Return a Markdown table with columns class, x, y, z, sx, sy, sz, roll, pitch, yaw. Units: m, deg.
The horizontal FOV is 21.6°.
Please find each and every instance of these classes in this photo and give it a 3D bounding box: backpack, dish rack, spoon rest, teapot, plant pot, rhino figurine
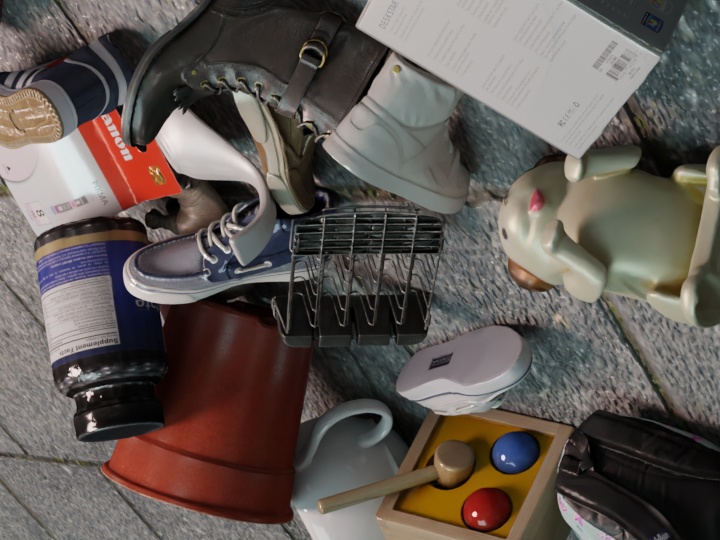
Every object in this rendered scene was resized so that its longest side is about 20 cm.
| class | x | y | z | sx | sy | sz | roll | pitch | yaw |
| --- | --- | --- | --- | --- | --- | --- | --- | --- | --- |
| backpack | 0.277 | 0.221 | 1.771 | 0.199 | 0.167 | 0.127 | 24 | 154 | 21 |
| dish rack | 0.000 | 0.000 | 1.722 | 0.153 | 0.055 | 0.200 | -2 | 142 | -7 |
| spoon rest | -0.131 | -0.093 | 1.685 | 0.200 | 0.060 | 0.099 | 55 | 172 | 33 |
| teapot | 0.005 | 0.227 | 2.014 | 0.198 | 0.146 | 0.200 | 61 | 180 | -4 |
| plant pot | -0.139 | 0.130 | 1.894 | 0.200 | 0.196 | 0.201 | 15 | -178 | -1 |
| rhino figurine | -0.158 | -0.049 | 1.826 | 0.087 | 0.060 | 0.200 | 10 | 138 | 31 |

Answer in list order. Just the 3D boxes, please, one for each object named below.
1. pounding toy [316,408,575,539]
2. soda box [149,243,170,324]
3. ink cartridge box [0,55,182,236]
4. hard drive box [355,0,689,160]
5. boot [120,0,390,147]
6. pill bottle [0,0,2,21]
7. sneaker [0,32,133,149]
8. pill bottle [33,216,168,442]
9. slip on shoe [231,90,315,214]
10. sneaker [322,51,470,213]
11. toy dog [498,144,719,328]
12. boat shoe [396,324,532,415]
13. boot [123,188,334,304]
| class | x | y | z | sx | sy | sz | roll | pitch | yaw |
| --- | --- | --- | --- | --- | --- | --- | --- | --- | --- |
| pounding toy | 0.096 | 0.224 | 1.889 | 0.199 | 0.184 | 0.142 | 11 | 145 | 28 |
| soda box | -0.207 | 0.059 | 2.015 | 0.063 | 0.068 | 0.200 | 15 | 147 | 20 |
| ink cartridge box | -0.279 | -0.119 | 1.798 | 0.200 | 0.057 | 0.163 | -6 | 118 | 51 |
| hard drive box | 0.116 | -0.192 | 1.372 | 0.200 | 0.077 | 0.156 | 31 | 149 | -3 |
| boot | -0.082 | -0.147 | 1.522 | 0.174 | 0.200 | 0.069 | 34 | -170 | 2 |
| pill bottle | -0.369 | -0.249 | 1.658 | 0.113 | 0.113 | 0.200 | 28 | 149 | 3 |
| sneaker | -0.278 | -0.165 | 1.721 | 0.200 | 0.108 | 0.070 | 10 | 130 | 55 |
| pill bottle | -0.245 | 0.058 | 1.807 | 0.111 | 0.201 | 0.112 | -10 | 168 | -2 |
| slip on shoe | -0.060 | -0.122 | 1.640 | 0.060 | 0.076 | 0.200 | -14 | 139 | 6 |
| sneaker | 0.061 | -0.116 | 1.530 | 0.074 | 0.116 | 0.200 | 41 | -168 | 25 |
| toy dog | 0.204 | -0.037 | 1.497 | 0.199 | 0.140 | 0.194 | 10 | -179 | 27 |
| boat shoe | 0.113 | 0.102 | 1.821 | 0.065 | 0.074 | 0.200 | 37 | 159 | -21 |
| boot | -0.122 | -0.030 | 1.748 | 0.199 | 0.073 | 0.090 | -11 | 144 | -14 |
